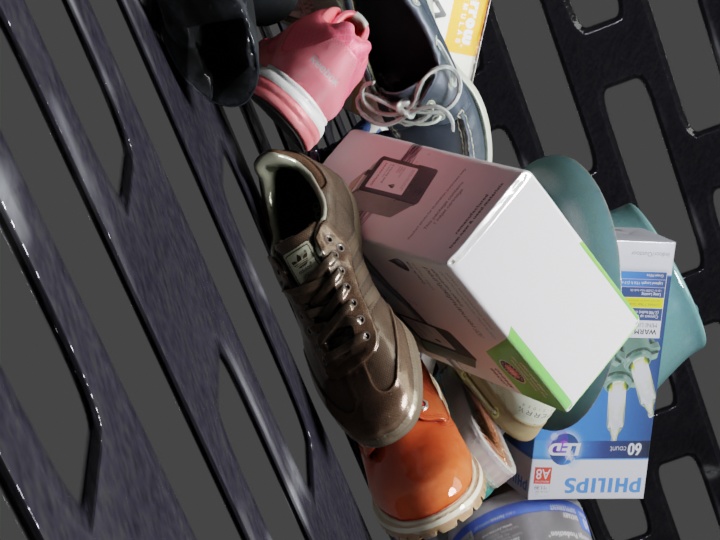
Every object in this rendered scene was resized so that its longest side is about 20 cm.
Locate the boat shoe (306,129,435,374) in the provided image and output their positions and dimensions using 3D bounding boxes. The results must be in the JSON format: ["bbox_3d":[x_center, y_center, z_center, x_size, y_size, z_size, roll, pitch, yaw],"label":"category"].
[{"bbox_3d":[0.000,0.000,1.501,0.092,0.074,0.202,-5,94,-43],"label":"boat shoe"}]

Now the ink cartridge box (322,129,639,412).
[{"bbox_3d":[0.063,-0.004,1.379,0.146,0.084,0.199,49,-16,-30],"label":"ink cartridge box"}]

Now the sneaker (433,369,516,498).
[{"bbox_3d":[0.060,0.127,1.559,0.072,0.080,0.200,51,7,-10],"label":"sneaker"}]

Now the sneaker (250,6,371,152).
[{"bbox_3d":[-0.026,-0.130,1.370,0.074,0.087,0.200,45,4,-12],"label":"sneaker"}]

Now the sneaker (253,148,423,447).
[{"bbox_3d":[-0.025,0.015,1.280,0.075,0.070,0.201,33,29,-51],"label":"sneaker"}]

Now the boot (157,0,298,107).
[{"bbox_3d":[-0.077,-0.165,1.267,0.165,0.065,0.201,55,12,-37],"label":"boot"}]

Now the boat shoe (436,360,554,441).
[{"bbox_3d":[0.082,0.051,1.526,0.200,0.073,0.067,52,-54,55],"label":"boat shoe"}]

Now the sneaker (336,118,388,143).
[{"bbox_3d":[0.016,-0.069,1.644,0.088,0.075,0.200,52,7,3],"label":"sneaker"}]

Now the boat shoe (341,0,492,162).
[{"bbox_3d":[0.034,-0.131,1.410,0.062,0.074,0.202,-55,133,-58],"label":"boat shoe"}]

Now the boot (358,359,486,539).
[{"bbox_3d":[0.020,0.092,1.361,0.108,0.075,0.200,64,1,-28],"label":"boot"}]

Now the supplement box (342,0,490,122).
[{"bbox_3d":[0.016,-0.180,1.552,0.200,0.073,0.127,-149,-111,-64],"label":"supplement box"}]

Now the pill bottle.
[{"bbox_3d":[0.142,0.278,1.613,0.114,0.113,0.201,61,12,-56],"label":"pill bottle"}]

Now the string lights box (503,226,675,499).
[{"bbox_3d":[0.171,0.069,1.610,0.059,0.102,0.202,-149,-118,-67],"label":"string lights box"}]

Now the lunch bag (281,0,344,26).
[{"bbox_3d":[-0.059,-0.280,1.436,0.201,0.138,0.169,62,10,-49],"label":"lunch bag"}]

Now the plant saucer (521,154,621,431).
[{"bbox_3d":[0.129,0.016,1.548,0.200,0.027,0.202,180,-90,-67],"label":"plant saucer"}]

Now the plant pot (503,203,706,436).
[{"bbox_3d":[0.173,0.047,1.733,0.201,0.187,0.200,62,-1,2],"label":"plant pot"}]

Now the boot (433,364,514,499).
[{"bbox_3d":[0.058,0.083,1.690,0.187,0.064,0.201,59,-7,46],"label":"boot"}]
